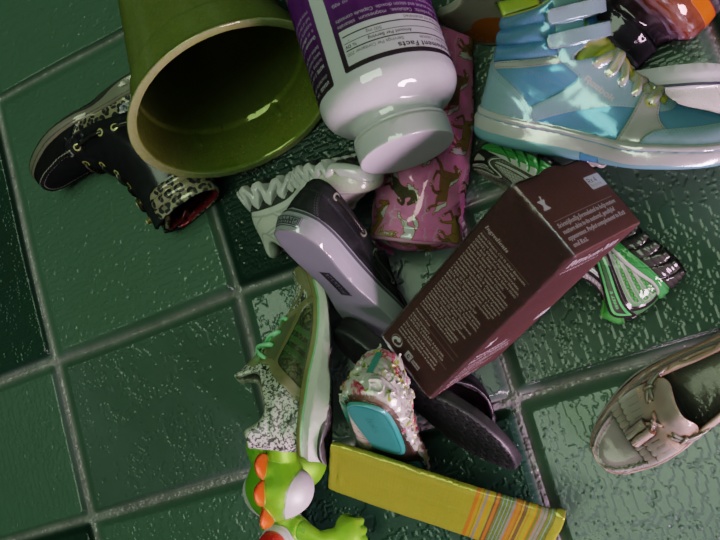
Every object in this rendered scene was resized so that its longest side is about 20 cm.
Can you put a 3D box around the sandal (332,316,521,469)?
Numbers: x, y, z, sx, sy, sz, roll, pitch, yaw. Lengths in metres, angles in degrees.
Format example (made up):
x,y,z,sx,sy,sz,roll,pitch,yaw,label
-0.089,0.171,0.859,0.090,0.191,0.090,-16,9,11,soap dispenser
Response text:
x,y,z,sx,sy,sz,roll,pitch,yaw,label
0.066,0.099,0.757,0.200,0.075,0.048,37,68,11,sandal

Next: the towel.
x,y,z,sx,sy,sz,roll,pitch,yaw,label
0.069,0.193,0.728,0.200,0.086,0.018,16,51,9,towel

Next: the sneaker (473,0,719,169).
x,y,z,sx,sy,sz,roll,pitch,yaw,label
0.186,-0.148,0.633,0.199,0.080,0.131,11,111,18,sneaker

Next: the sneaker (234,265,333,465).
x,y,z,sx,sy,sz,roll,pitch,yaw,label
-0.069,0.077,0.773,0.088,0.077,0.200,-1,53,-3,sneaker

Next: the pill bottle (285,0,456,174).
x,y,z,sx,sy,sz,roll,pitch,yaw,label
0.008,-0.184,0.686,0.112,0.112,0.200,-22,77,21,pill bottle

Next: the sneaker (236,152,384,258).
x,y,z,sx,sy,sz,roll,pitch,yaw,label
-0.039,-0.059,0.784,0.200,0.075,0.081,-11,93,56,sneaker

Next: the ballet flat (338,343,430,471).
x,y,z,sx,sy,sz,roll,pitch,yaw,label
0.027,0.134,0.736,0.075,0.200,0.064,10,54,13,ballet flat

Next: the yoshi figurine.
x,y,z,sx,sy,sz,roll,pitch,yaw,label
-0.058,0.233,0.806,0.112,0.112,0.201,-9,98,-14,yoshi figurine

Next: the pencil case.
x,y,z,sx,sy,sz,roll,pitch,yaw,label
0.054,-0.113,0.767,0.083,0.086,0.201,3,89,-20,pencil case

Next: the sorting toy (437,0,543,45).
x,y,z,sx,sy,sz,roll,pitch,yaw,label
0.138,-0.277,0.683,0.107,0.180,0.200,37,102,21,sorting toy

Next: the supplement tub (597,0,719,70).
x,y,z,sx,sy,sz,roll,pitch,yaw,label
0.259,-0.257,0.670,0.107,0.107,0.200,45,104,18,supplement tub

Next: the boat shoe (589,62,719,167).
x,y,z,sx,sy,sz,roll,pitch,yaw,label
0.200,-0.121,0.713,0.199,0.071,0.070,-4,83,17,boat shoe

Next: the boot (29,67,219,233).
x,y,z,sx,sy,sz,roll,pitch,yaw,label
-0.251,-0.100,0.904,0.203,0.073,0.154,-32,79,21,boot

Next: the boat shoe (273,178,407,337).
x,y,z,sx,sy,sz,roll,pitch,yaw,label
0.000,0.000,0.740,0.069,0.200,0.057,9,61,38,boat shoe

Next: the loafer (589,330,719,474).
x,y,z,sx,sy,sz,roll,pitch,yaw,label
0.262,0.095,0.677,0.200,0.063,0.072,-40,74,17,loafer

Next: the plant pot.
x,y,z,sx,sy,sz,roll,pitch,yaw,label
-0.149,-0.224,0.819,0.200,0.200,0.190,-36,62,18,plant pot

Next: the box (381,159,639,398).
x,y,z,sx,sy,sz,roll,pitch,yaw,label
0.113,0.009,0.676,0.075,0.100,0.200,51,135,17,box

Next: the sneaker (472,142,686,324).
x,y,z,sx,sy,sz,roll,pitch,yaw,label
0.166,-0.036,0.716,0.200,0.078,0.085,44,105,18,sneaker
